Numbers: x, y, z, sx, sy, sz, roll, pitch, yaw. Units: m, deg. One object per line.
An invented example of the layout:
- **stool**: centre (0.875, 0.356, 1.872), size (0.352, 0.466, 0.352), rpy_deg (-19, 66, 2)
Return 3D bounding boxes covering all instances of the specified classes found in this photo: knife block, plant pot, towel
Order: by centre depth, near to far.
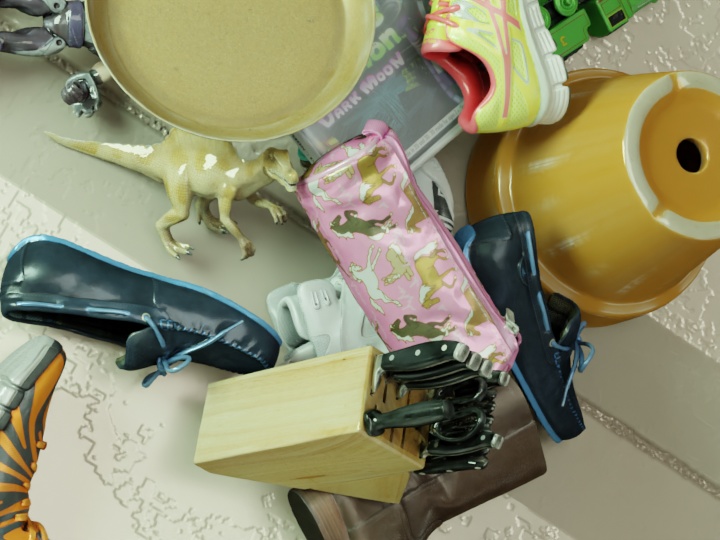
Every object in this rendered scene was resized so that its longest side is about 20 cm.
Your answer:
- **knife block**: centre (-0.006, 0.090, 1.265), size (0.200, 0.176, 0.064), rpy_deg (10, 62, -1)
- **plant pot**: centre (-0.089, -0.177, 1.303), size (0.200, 0.027, 0.200), rpy_deg (4, 72, -11)
- **towel**: centre (-0.078, -0.250, 1.354), size (0.144, 0.023, 0.200), rpy_deg (17, 70, -8)
- **plant pot**: centre (0.208, -0.068, 1.436), size (0.200, 0.183, 0.200), rpy_deg (4, 79, -22)

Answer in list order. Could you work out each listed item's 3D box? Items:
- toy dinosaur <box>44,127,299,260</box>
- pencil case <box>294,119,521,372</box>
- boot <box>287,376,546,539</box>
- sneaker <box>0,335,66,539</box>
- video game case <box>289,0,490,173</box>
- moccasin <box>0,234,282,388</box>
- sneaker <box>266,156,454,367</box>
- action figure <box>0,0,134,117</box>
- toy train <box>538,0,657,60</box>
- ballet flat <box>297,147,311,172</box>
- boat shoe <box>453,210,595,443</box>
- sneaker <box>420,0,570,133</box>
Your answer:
- **toy dinosaur**: centre (-0.120, -0.065, 1.356), size (0.058, 0.200, 0.101), rpy_deg (-49, 140, -50)
- **pencil case**: centre (0.033, -0.004, 1.327), size (0.086, 0.083, 0.200), rpy_deg (-35, 98, -13)
- **boot**: centre (0.069, 0.184, 1.385), size (0.200, 0.064, 0.187), rpy_deg (-30, 104, -22)
- **sneaker**: centre (-0.233, 0.148, 1.282), size (0.112, 0.078, 0.200), rpy_deg (35, 80, -17)
- **video game case**: centre (0.013, -0.169, 1.392), size (0.200, 0.023, 0.182), rpy_deg (-41, 98, -20)
- **moccasin**: centre (-0.156, 0.043, 1.329), size (0.200, 0.080, 0.068), rpy_deg (18, 59, -5)
- **sneaker**: centre (0.000, 0.000, 1.396), size (0.115, 0.075, 0.200), rpy_deg (11, 80, -23)
- **action figure**: centre (-0.217, -0.173, 1.338), size (0.200, 0.069, 0.130), rpy_deg (-1, 95, -16)
- **toy train**: centre (0.201, -0.223, 1.541), size (0.200, 0.042, 0.056), rpy_deg (-34, 104, -24)
- **ballet flat**: centre (0.016, -0.145, 1.444), size (0.067, 0.068, 0.200), rpy_deg (38, 72, -33)
- **boat shoe**: centre (0.135, 0.046, 1.406), size (0.069, 0.084, 0.200), rpy_deg (-26, 126, 1)
- **sneaker**: centre (0.078, -0.189, 1.368), size (0.090, 0.078, 0.200), rpy_deg (-23, 91, -20)
